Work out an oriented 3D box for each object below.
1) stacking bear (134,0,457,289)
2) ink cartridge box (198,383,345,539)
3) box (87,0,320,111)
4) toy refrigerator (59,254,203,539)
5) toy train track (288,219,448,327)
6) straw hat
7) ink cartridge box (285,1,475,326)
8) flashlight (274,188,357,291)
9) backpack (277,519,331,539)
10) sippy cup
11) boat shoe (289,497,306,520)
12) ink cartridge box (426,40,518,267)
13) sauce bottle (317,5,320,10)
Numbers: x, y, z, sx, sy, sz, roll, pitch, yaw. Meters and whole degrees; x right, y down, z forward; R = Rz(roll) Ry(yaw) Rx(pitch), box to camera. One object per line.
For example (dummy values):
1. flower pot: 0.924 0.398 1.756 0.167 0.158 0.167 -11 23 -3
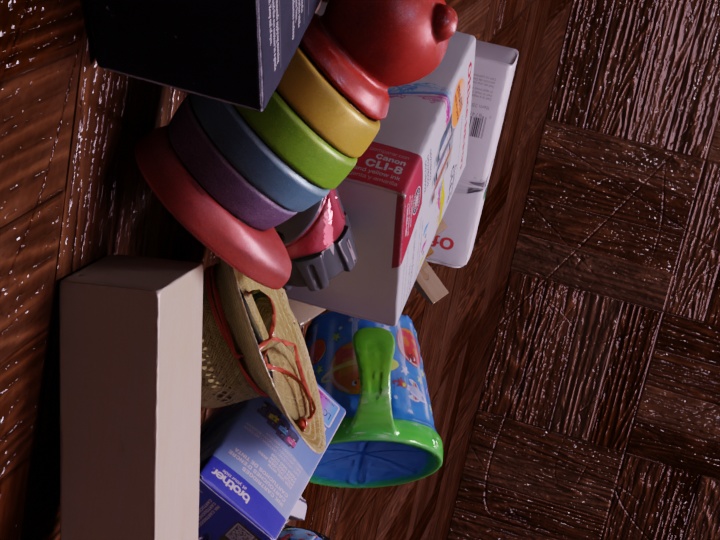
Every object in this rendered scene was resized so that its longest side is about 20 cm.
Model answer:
1. stacking bear: -0.029 -0.105 0.943 0.200 0.122 0.114 -42 148 13
2. ink cartridge box: -0.102 0.167 1.137 0.136 0.076 0.200 -45 -171 32
3. box: -0.068 -0.225 0.832 0.200 0.104 0.182 92 18 -51
4. toy refrigerator: -0.141 0.097 0.950 0.076 0.070 0.201 -43 137 -70
5. toy train track: 0.000 0.000 1.291 0.200 0.115 0.033 -33 176 -44
6. straw hat: -0.097 0.047 1.079 0.201 0.085 0.202 -19 90 -83
7. ink cartridge box: -0.006 -0.088 1.223 0.146 0.144 0.200 92 17 -46
8. flashlight: -0.059 -0.080 1.060 0.068 0.068 0.200 -56 138 -38
9. backpack: -0.093 0.297 1.331 0.200 0.134 0.183 64 45 -75
10. sippy cup: 0.001 0.105 1.344 0.178 0.139 0.131 -27 -126 42
11. boat shoe: -0.089 0.166 1.377 0.202 0.074 0.086 50 51 -66
12. ink cartridge box: 0.055 -0.120 1.472 0.084 0.146 0.201 -60 164 -70
13. sauce bottle: -0.054 -0.209 1.036 0.065 0.064 0.201 -59 162 -53
